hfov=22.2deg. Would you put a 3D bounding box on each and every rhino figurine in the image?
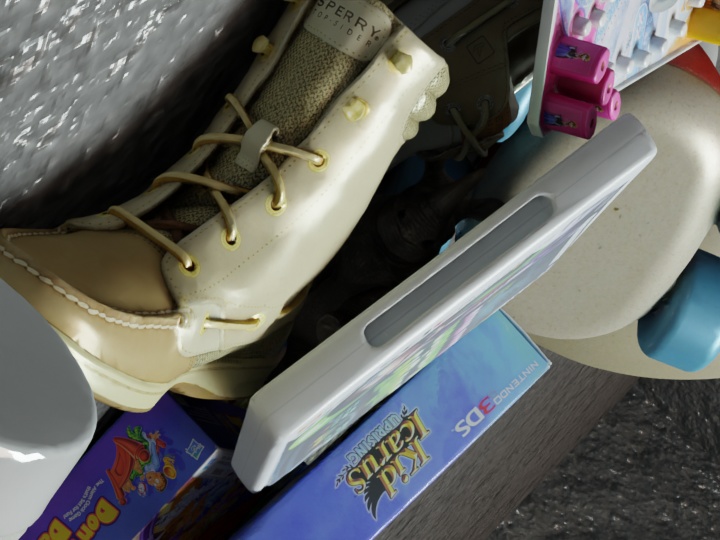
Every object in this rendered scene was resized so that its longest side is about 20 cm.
[{"bbox_3d":[0.000,0.000,0.831,0.087,0.060,0.200,-38,177,-41],"label":"rhino figurine"}]

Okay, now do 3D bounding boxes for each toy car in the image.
[{"bbox_3d":[0.125,-0.085,0.937,0.201,0.183,0.178,-77,-169,-45],"label":"toy car"}]

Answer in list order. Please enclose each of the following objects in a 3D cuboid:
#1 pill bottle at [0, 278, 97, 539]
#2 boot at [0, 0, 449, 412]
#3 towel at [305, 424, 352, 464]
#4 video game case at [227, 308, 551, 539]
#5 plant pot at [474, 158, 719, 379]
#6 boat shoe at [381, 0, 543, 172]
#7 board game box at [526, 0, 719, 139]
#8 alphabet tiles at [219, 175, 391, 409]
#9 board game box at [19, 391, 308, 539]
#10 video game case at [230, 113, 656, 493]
[{"bbox_3d":[-0.162,0.087,0.467,0.201,0.114,0.114,-52,167,14],"label":"pill bottle"},{"bbox_3d":[-0.045,-0.032,0.623,0.156,0.073,0.200,-55,160,9],"label":"boot"},{"bbox_3d":[-0.033,0.104,1.181,0.192,0.035,0.200,-40,167,-24],"label":"towel"},{"bbox_3d":[-0.012,0.115,0.915,0.200,0.046,0.181,-41,177,-22],"label":"video game case"},{"bbox_3d":[0.138,-0.025,1.076,0.133,0.202,0.201,-11,162,-3],"label":"plant pot"},{"bbox_3d":[0.036,-0.082,0.752,0.200,0.068,0.075,-47,167,-11],"label":"boat shoe"},{"bbox_3d":[0.131,-0.169,0.732,0.200,0.026,0.202,-32,134,-54],"label":"board game box"},{"bbox_3d":[-0.031,0.028,0.995,0.200,0.008,0.168,-45,167,-20],"label":"alphabet tiles"},{"bbox_3d":[-0.106,0.127,0.921,0.135,0.045,0.200,-46,167,1],"label":"board game box"},{"bbox_3d":[0.026,0.022,0.757,0.181,0.023,0.200,-37,174,-12],"label":"video game case"}]
